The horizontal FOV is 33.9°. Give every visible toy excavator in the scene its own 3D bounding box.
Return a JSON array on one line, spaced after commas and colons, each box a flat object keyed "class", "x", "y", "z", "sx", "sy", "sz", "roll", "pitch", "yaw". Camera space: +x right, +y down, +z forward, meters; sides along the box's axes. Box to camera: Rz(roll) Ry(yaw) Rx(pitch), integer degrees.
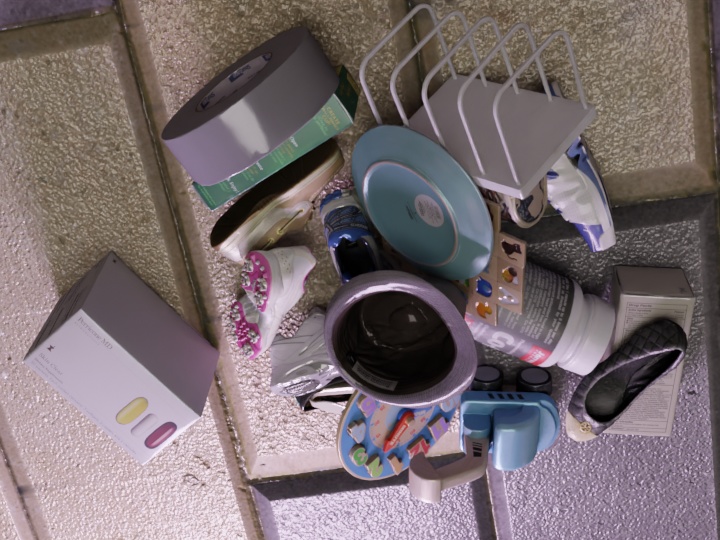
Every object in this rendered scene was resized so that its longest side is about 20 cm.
[{"class": "toy excavator", "x": 0.157, "y": 0.211, "z": 1.476, "sx": 0.192, "sy": 0.201, "sz": 0.101, "roll": 1, "pitch": 117, "yaw": 2}]

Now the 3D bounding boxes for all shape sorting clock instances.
[{"class": "shape sorting clock", "x": 0.054, "y": 0.180, "z": 1.484, "sx": 0.199, "sy": 0.039, "sz": 0.202, "roll": -26, "pitch": 136, "yaw": -28}]

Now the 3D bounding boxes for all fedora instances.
[{"class": "fedora", "x": 0.055, "y": 0.064, "z": 1.355, "sx": 0.199, "sy": 0.090, "sz": 0.178, "roll": -30, "pitch": 102, "yaw": 37}]

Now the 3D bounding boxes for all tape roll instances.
[{"class": "tape roll", "x": -0.120, "y": -0.180, "z": 1.293, "sx": 0.199, "sy": 0.201, "sz": 0.066, "roll": -31, "pitch": 112, "yaw": 17}]

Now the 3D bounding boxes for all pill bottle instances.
[{"class": "pill bottle", "x": 0.200, "y": 0.048, "z": 1.440, "sx": 0.198, "sy": 0.114, "sz": 0.115, "roll": 22, "pitch": 116, "yaw": -8}]

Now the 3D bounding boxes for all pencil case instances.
[{"class": "pencil case", "x": 0.116, "y": -0.101, "z": 1.313, "sx": 0.199, "sy": 0.089, "sz": 0.079, "roll": 15, "pitch": 103, "yaw": 41}]

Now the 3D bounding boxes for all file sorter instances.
[{"class": "file sorter", "x": 0.119, "y": -0.187, "z": 1.243, "sx": 0.199, "sy": 0.139, "sz": 0.125, "roll": 22, "pitch": 149, "yaw": 41}]

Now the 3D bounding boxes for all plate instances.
[{"class": "plate", "x": 0.060, "y": -0.067, "z": 1.298, "sx": 0.199, "sy": 0.026, "sz": 0.202, "roll": 33, "pitch": 145, "yaw": 27}]

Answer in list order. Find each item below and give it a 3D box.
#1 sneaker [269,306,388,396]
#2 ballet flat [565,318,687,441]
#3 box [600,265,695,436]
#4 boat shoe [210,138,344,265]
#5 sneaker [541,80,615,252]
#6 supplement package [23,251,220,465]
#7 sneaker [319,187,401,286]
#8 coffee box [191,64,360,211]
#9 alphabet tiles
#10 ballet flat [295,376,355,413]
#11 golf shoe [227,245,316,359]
[{"class": "sneaker", "x": -0.028, "y": 0.085, "z": 1.485, "sx": 0.198, "sy": 0.100, "sz": 0.078, "roll": -16, "pitch": 158, "yaw": 5}, {"class": "ballet flat", "x": 0.314, "y": 0.136, "z": 1.422, "sx": 0.066, "sy": 0.057, "sz": 0.201, "roll": 33, "pitch": 116, "yaw": -9}, {"class": "box", "x": 0.353, "y": 0.101, "z": 1.478, "sx": 0.094, "sy": 0.078, "sz": 0.202, "roll": 4, "pitch": 117, "yaw": 2}, {"class": "boat shoe", "x": -0.091, "y": -0.080, "z": 1.421, "sx": 0.199, "sy": 0.074, "sz": 0.066, "roll": -36, "pitch": 125, "yaw": 18}, {"class": "sneaker", "x": 0.218, "y": -0.111, "z": 1.386, "sx": 0.114, "sy": 0.081, "sz": 0.201, "roll": -22, "pitch": 107, "yaw": 17}, {"class": "supplement package", "x": -0.291, "y": 0.108, "z": 1.472, "sx": 0.111, "sy": 0.156, "sz": 0.200, "roll": -39, "pitch": 108, "yaw": 20}, {"class": "sneaker", "x": 0.000, "y": 0.000, "z": 1.426, "sx": 0.076, "sy": 0.086, "sz": 0.201, "roll": -18, "pitch": 133, "yaw": 12}, {"class": "coffee box", "x": -0.094, "y": -0.153, "z": 1.352, "sx": 0.199, "sy": 0.123, "sz": 0.044, "roll": -30, "pitch": 109, "yaw": 18}, {"class": "alphabet tiles", "x": 0.101, "y": -0.027, "z": 1.326, "sx": 0.199, "sy": 0.006, "sz": 0.168, "roll": 26, "pitch": 137, "yaw": 32}, {"class": "ballet flat", "x": 0.010, "y": 0.154, "z": 1.527, "sx": 0.197, "sy": 0.069, "sz": 0.068, "roll": -8, "pitch": 141, "yaw": 9}, {"class": "golf shoe", "x": -0.108, "y": 0.041, "z": 1.465, "sx": 0.091, "sy": 0.076, "sz": 0.201, "roll": -22, "pitch": 155, "yaw": -30}]
